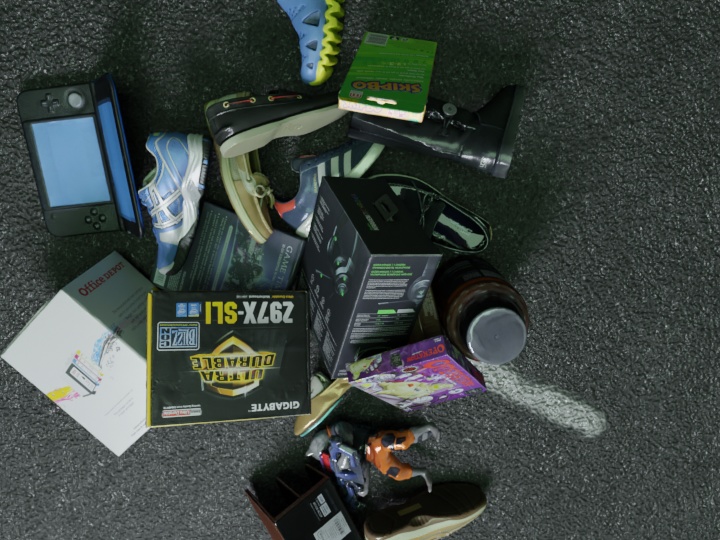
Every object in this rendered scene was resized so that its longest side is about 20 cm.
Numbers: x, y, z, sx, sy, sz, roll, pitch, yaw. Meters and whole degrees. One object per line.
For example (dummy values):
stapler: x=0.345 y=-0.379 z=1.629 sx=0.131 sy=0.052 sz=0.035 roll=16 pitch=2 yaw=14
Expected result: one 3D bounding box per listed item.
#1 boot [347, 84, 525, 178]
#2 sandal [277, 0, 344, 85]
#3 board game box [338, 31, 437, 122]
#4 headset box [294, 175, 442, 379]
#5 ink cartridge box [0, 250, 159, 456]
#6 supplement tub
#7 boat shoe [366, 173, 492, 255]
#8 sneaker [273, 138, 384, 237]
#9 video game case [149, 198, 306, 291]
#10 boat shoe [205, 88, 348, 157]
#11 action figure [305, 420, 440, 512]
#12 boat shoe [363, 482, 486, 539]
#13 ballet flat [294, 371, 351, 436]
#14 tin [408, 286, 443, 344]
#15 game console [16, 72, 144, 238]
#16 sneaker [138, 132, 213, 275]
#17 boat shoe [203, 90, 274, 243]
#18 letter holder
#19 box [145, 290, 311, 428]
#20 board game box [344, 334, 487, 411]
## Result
boot: x=0.099 y=-0.203 z=0.768 sx=0.199 sy=0.165 sz=0.066 roll=15 pitch=136 yaw=7
sandal: x=-0.063 y=-0.334 z=0.759 sx=0.087 sy=0.079 sz=0.201 roll=4 pitch=96 yaw=2
board game box: x=0.036 y=-0.230 z=0.720 sx=0.095 sy=0.200 sz=0.030 roll=10 pitch=129 yaw=4
headset box: x=0.000 y=0.000 z=0.754 sx=0.092 sy=0.174 sz=0.201 roll=-1 pitch=126 yaw=-25
ink cartridge box: x=-0.329 y=0.107 z=0.821 sx=0.145 sy=0.147 sz=0.200 roll=-41 pitch=101 yaw=17
supplement tub: x=0.154 y=0.052 z=0.789 sx=0.106 sy=0.200 sz=0.107 roll=0 pitch=105 yaw=0
boat shoe: x=0.091 y=-0.075 z=0.829 sx=0.199 sy=0.062 sz=0.075 roll=24 pitch=105 yaw=-5
sneaker: x=-0.041 y=-0.140 z=0.806 sx=0.084 sy=0.075 sz=0.200 roll=41 pitch=97 yaw=-6
video game case: x=-0.186 y=-0.012 z=0.840 sx=0.199 sy=0.019 sz=0.143 roll=21 pitch=103 yaw=9
boat shoe: x=-0.093 y=-0.199 z=0.759 sx=0.201 sy=0.074 sz=0.063 roll=-24 pitch=88 yaw=-30
action figure: x=0.015 y=0.283 z=0.921 sx=0.193 sy=0.105 sz=0.200 roll=6 pitch=133 yaw=4
boat shoe: x=0.100 y=0.387 z=0.931 sx=0.199 sy=0.072 sz=0.076 roll=-10 pitch=113 yaw=-15
ballet flat: x=-0.034 y=0.156 z=0.889 sx=0.200 sy=0.069 sz=0.063 roll=-41 pitch=92 yaw=0
tin: x=0.058 y=0.044 z=0.819 sx=0.042 sy=0.112 sz=0.201 roll=-12 pitch=86 yaw=-24
game console: x=-0.360 y=-0.139 z=0.780 sx=0.170 sy=0.118 sz=0.201 roll=-6 pitch=104 yaw=1
sneaker: x=-0.240 y=-0.085 z=0.773 sx=0.077 sy=0.076 sz=0.201 roll=11 pitch=117 yaw=-14
boat shoe: x=-0.144 y=-0.135 z=0.786 sx=0.063 sy=0.073 sz=0.201 roll=-19 pitch=77 yaw=2
letter holder: x=-0.077 y=0.404 z=0.937 sx=0.100 sy=0.142 sz=0.201 roll=-33 pitch=109 yaw=-26
box: x=-0.162 y=0.106 z=0.757 sx=0.199 sy=0.049 sz=0.160 roll=2 pitch=81 yaw=-22
board game box: x=0.076 y=0.132 z=0.747 sx=0.120 sy=0.200 sz=0.032 roll=-23 pitch=61 yaw=15
